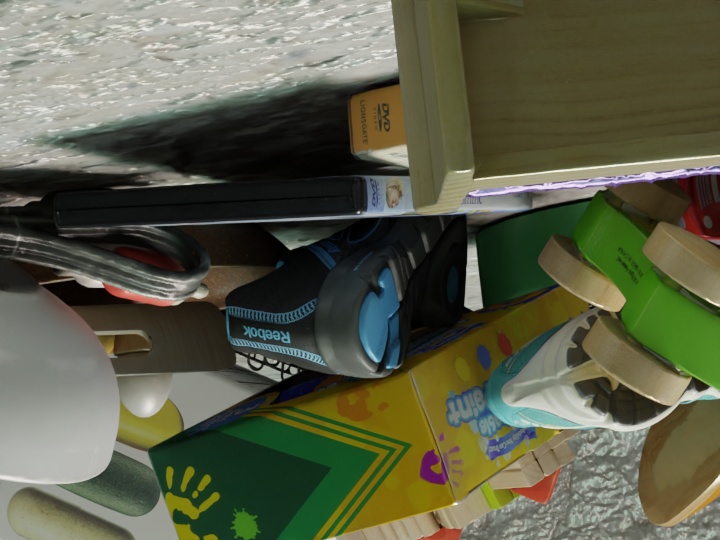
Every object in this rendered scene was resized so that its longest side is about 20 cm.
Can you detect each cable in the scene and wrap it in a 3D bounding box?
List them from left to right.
[{"bbox_3d":[-0.147,-0.005,1.033,0.200,0.050,0.097,-5,-147,-47],"label":"cable"}]

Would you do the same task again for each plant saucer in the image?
[{"bbox_3d":[-0.126,-0.001,1.220,0.200,0.037,0.200,-6,172,-1],"label":"plant saucer"}]

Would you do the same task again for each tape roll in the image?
[{"bbox_3d":[0.169,-0.008,1.369,0.200,0.048,0.200,-6,172,-1],"label":"tape roll"}]

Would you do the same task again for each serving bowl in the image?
[{"bbox_3d":[-0.194,0.023,1.038,0.200,0.066,0.200,23,-171,-4],"label":"serving bowl"}]

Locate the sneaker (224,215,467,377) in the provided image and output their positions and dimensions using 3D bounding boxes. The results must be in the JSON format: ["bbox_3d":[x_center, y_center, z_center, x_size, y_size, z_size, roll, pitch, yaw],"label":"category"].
[{"bbox_3d":[0.000,0.000,1.142,0.082,0.073,0.200,1,-169,20],"label":"sneaker"}]

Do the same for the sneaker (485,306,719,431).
[{"bbox_3d":[0.142,0.039,1.162,0.200,0.078,0.080,-9,172,-44],"label":"sneaker"}]

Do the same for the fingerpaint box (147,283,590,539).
[{"bbox_3d":[0.016,0.077,1.207,0.167,0.074,0.200,-18,-177,32],"label":"fingerpaint box"}]

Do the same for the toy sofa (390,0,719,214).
[{"bbox_3d":[0.112,-0.068,0.732,0.199,0.083,0.098,-6,171,-5],"label":"toy sofa"}]

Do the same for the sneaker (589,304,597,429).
[{"bbox_3d":[0.195,0.051,1.351,0.199,0.077,0.111,-1,-177,14],"label":"sneaker"}]

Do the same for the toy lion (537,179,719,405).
[{"bbox_3d":[0.182,0.029,1.036,0.191,0.069,0.200,28,-167,-11],"label":"toy lion"}]

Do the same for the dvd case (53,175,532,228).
[{"bbox_3d":[-0.024,-0.030,1.023,0.142,0.018,0.200,-2,-179,24],"label":"dvd case"}]

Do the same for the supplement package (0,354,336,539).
[{"bbox_3d":[-0.120,0.129,1.485,0.200,0.152,0.151,21,-179,18],"label":"supplement package"}]

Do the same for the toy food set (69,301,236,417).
[{"bbox_3d":[-0.175,0.059,1.262,0.143,0.061,0.200,-2,171,-32],"label":"toy food set"}]

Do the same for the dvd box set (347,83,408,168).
[{"bbox_3d":[0.116,-0.068,0.930,0.200,0.030,0.146,-11,171,35],"label":"dvd box set"}]

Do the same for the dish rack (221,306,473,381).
[{"bbox_3d":[-0.017,0.045,1.418,0.153,0.055,0.200,28,154,-34],"label":"dish rack"}]

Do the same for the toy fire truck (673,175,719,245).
[{"bbox_3d":[0.226,-0.034,1.214,0.199,0.049,0.141,-3,171,-29],"label":"toy fire truck"}]

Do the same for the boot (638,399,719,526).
[{"bbox_3d":[0.257,0.074,1.303,0.144,0.071,0.201,8,128,-31],"label":"boot"}]

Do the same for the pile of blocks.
[{"bbox_3d":[0.058,0.127,1.362,0.200,0.062,0.082,-23,-173,40],"label":"pile of blocks"}]
